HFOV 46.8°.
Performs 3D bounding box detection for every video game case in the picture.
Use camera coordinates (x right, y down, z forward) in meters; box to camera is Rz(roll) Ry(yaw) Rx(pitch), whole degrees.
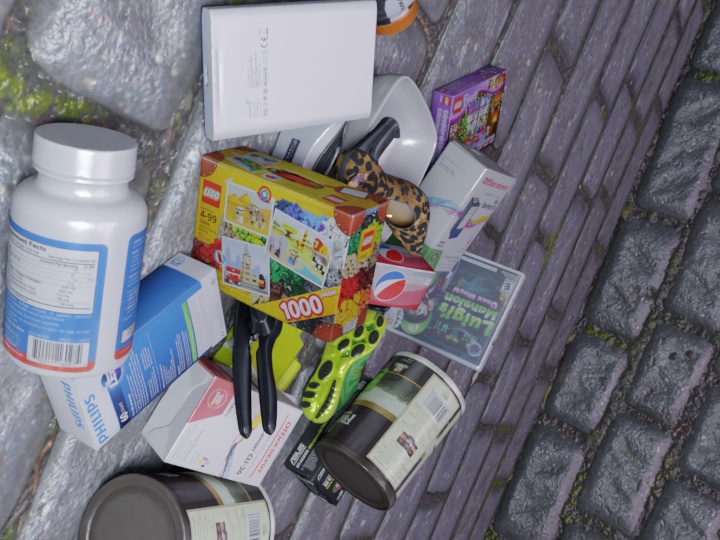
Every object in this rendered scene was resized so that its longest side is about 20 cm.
[{"bbox_3d":[0.155,0.053,1.421,0.182,0.200,0.023,-63,152,-8],"label":"video game case"}]

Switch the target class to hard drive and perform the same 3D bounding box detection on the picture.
[{"bbox_3d":[-0.073,-0.217,0.888,0.200,0.025,0.132,-15,122,-33],"label":"hard drive"}]

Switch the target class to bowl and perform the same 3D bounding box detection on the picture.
[{"bbox_3d":[0.017,-0.157,1.138,0.200,0.075,0.200,-61,153,-10],"label":"bowl"}]

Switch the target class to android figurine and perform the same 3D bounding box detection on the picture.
[{"bbox_3d":[-0.134,0.113,1.109,0.200,0.041,0.182,-55,152,-26],"label":"android figurine"}]

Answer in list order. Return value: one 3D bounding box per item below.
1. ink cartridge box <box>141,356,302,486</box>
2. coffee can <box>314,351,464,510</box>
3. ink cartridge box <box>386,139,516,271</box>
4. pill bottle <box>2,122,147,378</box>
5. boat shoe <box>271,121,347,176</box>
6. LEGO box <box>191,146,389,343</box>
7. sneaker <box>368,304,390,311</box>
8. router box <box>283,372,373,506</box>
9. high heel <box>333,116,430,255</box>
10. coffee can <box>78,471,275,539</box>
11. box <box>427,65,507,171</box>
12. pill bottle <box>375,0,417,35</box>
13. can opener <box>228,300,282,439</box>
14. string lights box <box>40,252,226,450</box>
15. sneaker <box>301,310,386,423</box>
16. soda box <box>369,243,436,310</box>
[{"bbox_3d":[-0.153,0.192,1.029,0.200,0.067,0.117,31,90,-47],"label":"ink cartridge box"},{"bbox_3d":[0.047,0.246,1.289,0.200,0.146,0.147,-46,147,-28],"label":"coffee can"},{"bbox_3d":[0.145,-0.100,1.354,0.200,0.087,0.145,-57,156,15],"label":"ink cartridge box"},{"bbox_3d":[-0.243,-0.019,0.715,0.112,0.112,0.200,-19,128,-56],"label":"pill bottle"},{"bbox_3d":[-0.056,-0.149,1.010,0.068,0.072,0.200,24,92,-62],"label":"boat shoe"},{"bbox_3d":[-0.081,-0.033,0.908,0.077,0.200,0.149,-26,132,-54],"label":"LEGO box"},{"bbox_3d":[0.006,0.002,1.233,0.077,0.084,0.200,-61,153,-14],"label":"sneaker"},{"bbox_3d":[-0.032,0.281,1.407,0.200,0.062,0.150,-57,151,-19],"label":"router box"},{"bbox_3d":[0.023,-0.074,1.042,0.143,0.071,0.200,-51,133,-42],"label":"high heel"},{"bbox_3d":[-0.214,0.316,0.998,0.147,0.146,0.200,-67,154,-1],"label":"coffee can"},{"bbox_3d":[0.178,-0.256,1.402,0.200,0.039,0.137,-35,139,-47],"label":"box"},{"bbox_3d":[0.010,-0.355,0.929,0.106,0.106,0.200,-60,153,-14],"label":"pill bottle"},{"bbox_3d":[-0.125,0.103,0.965,0.079,0.063,0.200,66,18,-53],"label":"can opener"},{"bbox_3d":[-0.232,0.080,0.874,0.200,0.059,0.103,-43,145,-39],"label":"string lights box"},{"bbox_3d":[-0.029,0.149,1.314,0.200,0.074,0.084,-57,167,-10],"label":"sneaker"},{"bbox_3d":[0.000,0.000,1.131,0.200,0.063,0.070,9,119,-33],"label":"soda box"}]
